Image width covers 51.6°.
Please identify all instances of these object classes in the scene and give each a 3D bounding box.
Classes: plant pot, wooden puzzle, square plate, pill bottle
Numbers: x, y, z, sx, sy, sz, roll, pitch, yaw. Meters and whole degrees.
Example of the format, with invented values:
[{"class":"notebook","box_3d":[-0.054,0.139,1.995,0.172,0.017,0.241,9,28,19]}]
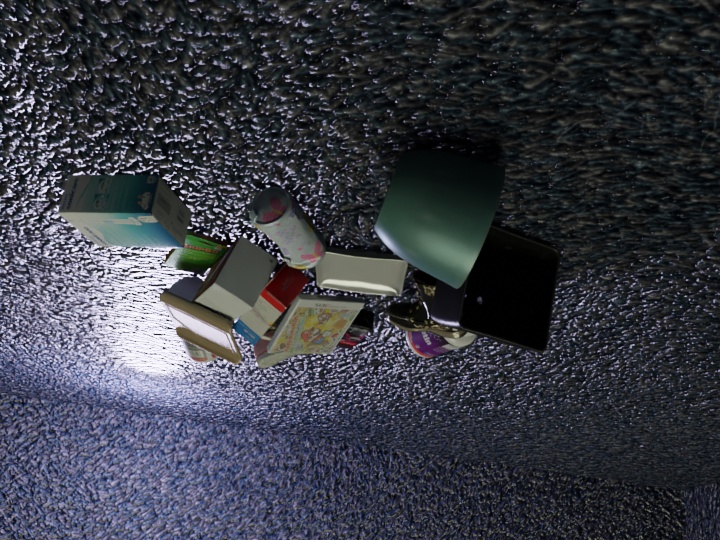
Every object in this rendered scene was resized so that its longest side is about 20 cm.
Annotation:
[{"class":"plant pot","box_3d":[0.244,0.042,1.447,0.197,0.203,0.177,17,166,-21]},{"class":"wooden puzzle","box_3d":[-0.356,0.127,1.691,0.183,0.038,0.201,24,151,11]},{"class":"square plate","box_3d":[0.000,0.000,1.616,0.197,0.029,0.199,7,157,2]},{"class":"pill bottle","box_3d":[0.200,0.133,1.750,0.111,0.114,0.199,19,154,-25]},{"class":"pill bottle","box_3d":[-0.402,0.121,1.842,0.114,0.117,0.202,2,131,13]},{"class":"plant pot","box_3d":[0.114,-0.094,1.166,0.159,0.203,0.201,20,156,-1]}]

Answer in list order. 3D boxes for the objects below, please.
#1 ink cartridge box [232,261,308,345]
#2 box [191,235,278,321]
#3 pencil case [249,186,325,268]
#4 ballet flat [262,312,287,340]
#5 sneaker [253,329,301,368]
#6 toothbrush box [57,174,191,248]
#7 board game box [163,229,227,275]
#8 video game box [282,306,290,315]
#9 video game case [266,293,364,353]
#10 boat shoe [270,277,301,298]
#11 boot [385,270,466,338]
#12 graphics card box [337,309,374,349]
[{"class":"ink cartridge box","box_3d":[-0.188,0.061,1.625,0.067,0.116,0.200,40,130,-4]},{"class":"box","box_3d":[-0.275,0.027,1.602,0.097,0.126,0.200,34,152,-15]},{"class":"pencil case","box_3d":[-0.136,-0.077,1.410,0.090,0.084,0.200,-21,150,8]},{"class":"ballet flat","box_3d":[-0.193,0.140,1.836,0.197,0.073,0.072,-3,155,16]},{"class":"sneaker","box_3d":[-0.184,0.165,1.898,0.198,0.106,0.076,-22,145,-3]},{"class":"toothbrush box","box_3d":[-0.448,-0.111,1.427,0.197,0.087,0.147,0,157,15]},{"class":"board game box","box_3d":[-0.363,-0.039,1.641,0.094,0.030,0.199,17,157,-23]},{"class":"video game box","box_3d":[-0.241,0.110,1.921,0.180,0.047,0.200,-9,151,28]},{"class":"video game case","box_3d":[-0.108,0.132,1.787,0.180,0.023,0.201,5,135,-33]},{"class":"boat shoe","box_3d":[-0.225,0.052,1.744,0.198,0.074,0.067,-17,140,35]},{"class":"boot","box_3d":[0.136,0.064,1.621,0.198,0.073,0.152,14,135,32]},{"class":"graphics card box","box_3d":[-0.051,0.147,1.941,0.124,0.052,0.200,15,154,-14]}]
